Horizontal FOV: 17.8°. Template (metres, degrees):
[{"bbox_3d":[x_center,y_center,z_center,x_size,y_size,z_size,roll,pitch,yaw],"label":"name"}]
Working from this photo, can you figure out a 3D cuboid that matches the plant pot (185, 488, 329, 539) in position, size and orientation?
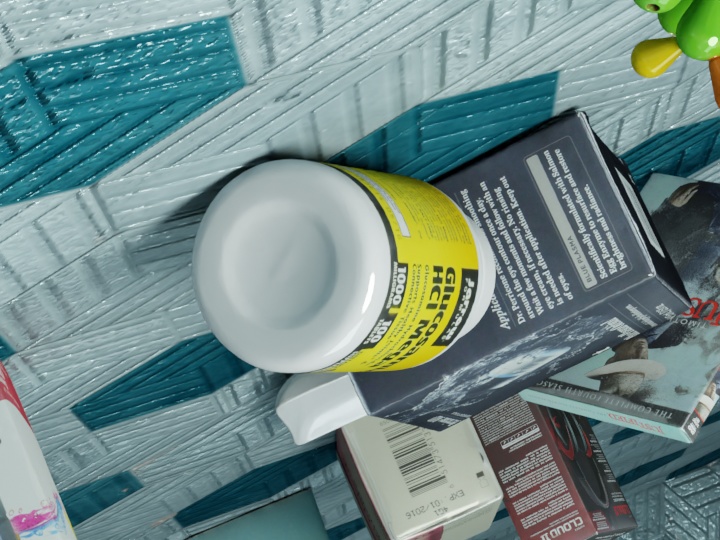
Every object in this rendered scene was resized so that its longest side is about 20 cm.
[{"bbox_3d":[-0.083,0.351,2.329,0.141,0.200,0.141,-21,166,-16],"label":"plant pot"}]

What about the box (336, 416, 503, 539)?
[{"bbox_3d":[0.049,0.183,2.066,0.109,0.128,0.200,-23,167,-7],"label":"box"}]

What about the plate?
[{"bbox_3d":[0.027,0.070,1.788,0.199,0.032,0.200,-25,167,-2],"label":"plate"}]

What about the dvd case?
[{"bbox_3d":[0.212,0.021,1.563,0.146,0.022,0.200,13,-120,43],"label":"dvd case"}]

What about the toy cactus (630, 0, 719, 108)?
[{"bbox_3d":[0.203,-0.163,1.087,0.165,0.102,0.200,-32,161,-14],"label":"toy cactus"}]

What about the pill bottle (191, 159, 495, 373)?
[{"bbox_3d":[0.000,0.000,1.275,0.112,0.113,0.200,-30,167,22],"label":"pill bottle"}]

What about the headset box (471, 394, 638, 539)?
[{"bbox_3d":[0.182,0.191,2.186,0.075,0.200,0.149,-29,166,18],"label":"headset box"}]

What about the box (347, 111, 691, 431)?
[{"bbox_3d":[0.092,0.007,1.473,0.200,0.118,0.197,-26,167,11],"label":"box"}]

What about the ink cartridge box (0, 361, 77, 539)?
[{"bbox_3d":[-0.234,0.164,1.292,0.145,0.200,0.145,-24,167,-7],"label":"ink cartridge box"}]
